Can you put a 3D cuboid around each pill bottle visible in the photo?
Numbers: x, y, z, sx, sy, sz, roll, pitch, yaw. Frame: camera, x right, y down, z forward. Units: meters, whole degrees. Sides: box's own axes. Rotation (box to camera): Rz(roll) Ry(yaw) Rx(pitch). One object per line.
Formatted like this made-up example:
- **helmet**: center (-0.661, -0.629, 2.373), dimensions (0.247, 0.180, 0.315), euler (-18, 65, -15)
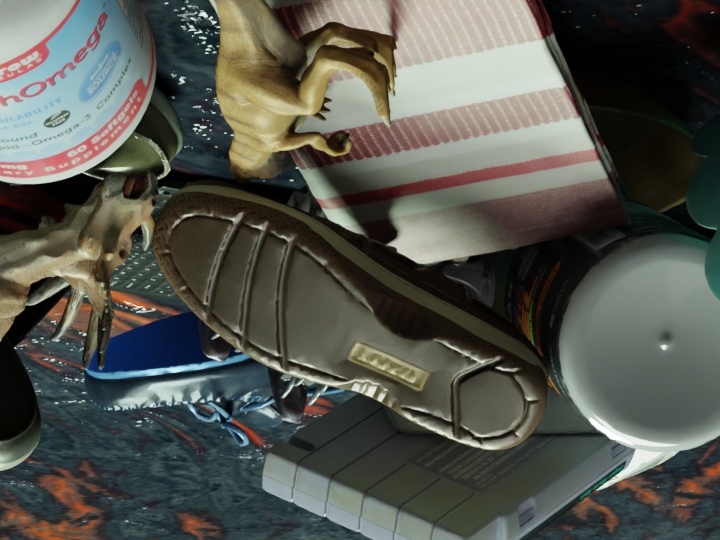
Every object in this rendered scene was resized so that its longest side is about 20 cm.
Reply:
- **pill bottle**: center (-0.154, -0.117, 1.175), dimensions (0.109, 0.109, 0.200), euler (-4, 162, 7)
- **pill bottle**: center (0.131, 0.021, 1.430), dimensions (0.106, 0.106, 0.200), euler (1, -172, -7)

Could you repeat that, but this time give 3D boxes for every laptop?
- **laptop**: center (-0.123, 0.025, 1.610), dimensions (0.200, 0.103, 0.177), euler (10, 159, -26)

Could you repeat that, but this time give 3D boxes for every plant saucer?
- **plant saucer**: center (0.079, -0.064, 1.466), dimensions (0.200, 0.035, 0.200), euler (-1, 161, 0)

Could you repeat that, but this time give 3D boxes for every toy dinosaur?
- **toy dinosaur**: center (-0.040, -0.091, 1.249), dimensions (0.106, 0.060, 0.200), euler (-3, 143, 7)
- **toy dinosaur**: center (-0.194, 0.019, 1.393), dimensions (0.200, 0.086, 0.135), euler (-20, 166, 32)

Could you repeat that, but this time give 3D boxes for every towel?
- **towel**: center (0.029, -0.080, 1.321), dimensions (0.144, 0.023, 0.200), euler (-11, 135, 20)

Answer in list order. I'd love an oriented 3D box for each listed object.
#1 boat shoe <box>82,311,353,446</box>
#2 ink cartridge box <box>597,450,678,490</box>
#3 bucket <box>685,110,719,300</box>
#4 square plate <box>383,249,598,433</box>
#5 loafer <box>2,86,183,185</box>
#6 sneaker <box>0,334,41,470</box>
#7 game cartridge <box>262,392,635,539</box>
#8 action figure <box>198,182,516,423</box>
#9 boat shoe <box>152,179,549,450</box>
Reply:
- **boat shoe**: center (-0.054, 0.061, 1.610), dimensions (0.200, 0.069, 0.084), euler (-7, -155, -9)
- **ink cartridge box**: center (0.153, 0.058, 1.646), dimensions (0.200, 0.163, 0.057), euler (2, 127, -4)
- **bucket**: center (0.265, -0.025, 1.334), dimensions (0.207, 0.207, 0.135), euler (15, 140, -41)
- **square plate**: center (0.091, 0.030, 1.578), dimensions (0.198, 0.200, 0.028), euler (0, 118, -15)
- **loafer**: center (-0.166, -0.069, 1.379), dimensions (0.075, 0.070, 0.200), euler (-17, 156, 39)
- **sneaker**: center (-0.227, 0.011, 1.456), dimensions (0.075, 0.200, 0.106), euler (-42, 180, -35)
- **game cartridge**: center (0.057, 0.094, 1.508), dimensions (0.130, 0.038, 0.200), euler (26, -148, 26)
- **action figure**: center (0.000, 0.000, 1.469), dimensions (0.130, 0.069, 0.200), euler (28, 140, -22)
- **boat shoe**: center (-0.004, 0.016, 1.360), dimensions (0.202, 0.075, 0.075), euler (32, 113, -6)
